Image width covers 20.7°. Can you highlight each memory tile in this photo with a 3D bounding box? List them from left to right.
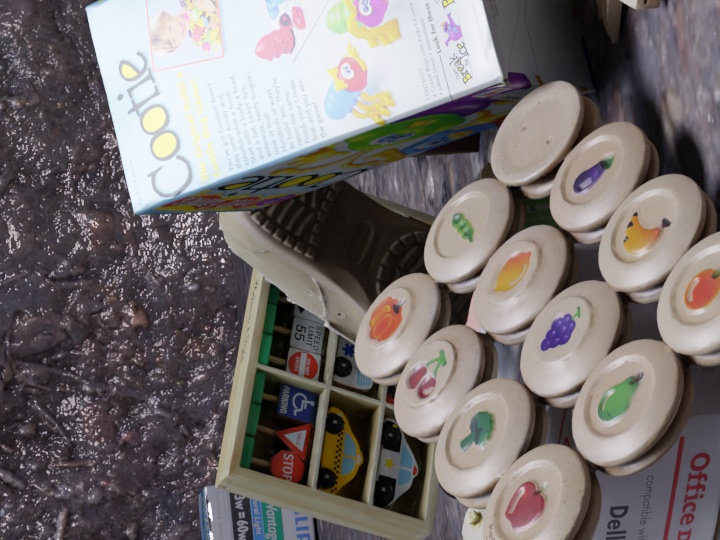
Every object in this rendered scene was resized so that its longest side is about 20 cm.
[{"bbox_3d":[0.071,0.015,0.761,0.154,0.017,0.200,-51,31,8],"label":"memory tile"}]

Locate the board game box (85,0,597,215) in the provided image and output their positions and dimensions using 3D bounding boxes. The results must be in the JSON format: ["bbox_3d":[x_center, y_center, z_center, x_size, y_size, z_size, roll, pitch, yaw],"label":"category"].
[{"bbox_3d":[-0.010,-0.102,0.909,0.103,0.199,0.106,-4,-101,-60],"label":"board game box"}]

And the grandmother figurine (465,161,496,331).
[{"bbox_3d":[0.075,0.034,1.031,0.201,0.060,0.122,92,-163,-55],"label":"grandmother figurine"}]

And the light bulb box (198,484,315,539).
[{"bbox_3d":[-0.118,0.347,2.304,0.200,0.124,0.200,123,141,-78],"label":"light bulb box"}]

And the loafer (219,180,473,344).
[{"bbox_3d":[0.000,0.000,1.119,0.076,0.200,0.068,-58,22,-20],"label":"loafer"}]

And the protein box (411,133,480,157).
[{"bbox_3d":[-0.026,-0.182,1.094,0.198,0.134,0.202,-142,52,-60],"label":"protein box"}]

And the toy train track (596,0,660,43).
[{"bbox_3d":[0.089,-0.175,0.858,0.201,0.032,0.115,-104,12,-50],"label":"toy train track"}]

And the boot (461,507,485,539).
[{"bbox_3d":[0.092,0.156,0.935,0.201,0.071,0.155,93,171,-46],"label":"boot"}]

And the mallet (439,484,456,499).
[{"bbox_3d":[0.058,0.041,1.214,0.066,0.041,0.201,97,169,-54],"label":"mallet"}]

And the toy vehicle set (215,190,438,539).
[{"bbox_3d":[-0.008,0.047,1.147,0.027,0.123,0.202,132,151,-57],"label":"toy vehicle set"}]

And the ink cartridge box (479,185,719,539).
[{"bbox_3d":[0.101,0.065,0.805,0.201,0.067,0.118,-106,15,-52],"label":"ink cartridge box"}]
